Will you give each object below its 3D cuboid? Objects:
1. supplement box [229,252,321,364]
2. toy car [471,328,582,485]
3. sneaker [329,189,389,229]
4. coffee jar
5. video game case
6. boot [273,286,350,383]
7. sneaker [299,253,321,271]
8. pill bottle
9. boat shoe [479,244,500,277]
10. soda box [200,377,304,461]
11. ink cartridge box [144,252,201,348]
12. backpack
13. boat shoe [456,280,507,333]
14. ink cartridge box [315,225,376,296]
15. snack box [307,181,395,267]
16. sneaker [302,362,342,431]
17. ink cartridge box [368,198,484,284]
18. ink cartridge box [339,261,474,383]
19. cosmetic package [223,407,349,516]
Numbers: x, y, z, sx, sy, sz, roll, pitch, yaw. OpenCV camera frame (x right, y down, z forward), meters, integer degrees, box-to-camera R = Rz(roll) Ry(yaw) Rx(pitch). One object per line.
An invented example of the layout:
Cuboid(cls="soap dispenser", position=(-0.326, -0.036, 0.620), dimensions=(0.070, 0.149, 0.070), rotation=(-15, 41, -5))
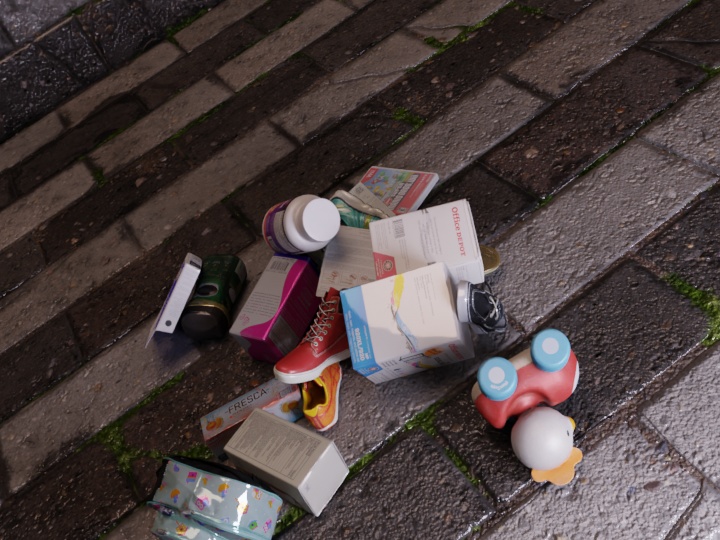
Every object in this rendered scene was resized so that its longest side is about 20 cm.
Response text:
Cuboid(cls="supplement box", position=(-0.164, 0.078, 1.760), dimensions=(0.099, 0.104, 0.202), rotation=(9, 57, 36))
Cuboid(cls="toy car", position=(0.284, 0.227, 1.331), dimensions=(0.174, 0.185, 0.203), rotation=(-27, 67, -1))
Cuboid(cls="sneaker", position=(0.012, -0.093, 1.845), dimensions=(0.197, 0.078, 0.081), rotation=(28, 78, 16))
Cuboid(cls="coffee jar", position=(-0.322, 0.061, 1.903), dimensions=(0.102, 0.087, 0.203), rotation=(0, 44, 14))
Cuboid(cls="video game case", position=(0.068, -0.182, 1.999), dimensions=(0.197, 0.018, 0.144), rotation=(11, 53, 39))
Cuboid(cls="boot", position=(-0.082, 0.110, 1.567), dimensions=(0.071, 0.148, 0.198), rotation=(21, 30, 33))
Cuboid(cls="sneaker", position=(-0.137, -0.084, 1.936), dimensions=(0.072, 0.113, 0.202), rotation=(-23, 38, 6))
Cuboid(cls="pill bottle", position=(-0.118, -0.092, 1.748), dimensions=(0.111, 0.112, 0.199), rotation=(-45, 16, -21))
Cuboid(cls="boat shoe", position=(0.177, 0.001, 1.689), dimensions=(0.195, 0.065, 0.075), rotation=(-9, 58, 9))
Cuboid(cls="soda box", position=(-0.196, 0.270, 1.610), dimensions=(0.197, 0.069, 0.064), rotation=(-28, 37, -1))
Cuboid(cls="ink cartridge box", position=(-0.407, 0.069, 1.892), dimensions=(0.203, 0.043, 0.198), rotation=(-63, 13, 2))
Cuboid(cls="backpack", position=(-0.232, 0.394, 1.412), dimensions=(0.196, 0.176, 0.157), rotation=(-1, 61, 28))
Cuboid(cls="boat shoe", position=(0.215, 0.068, 1.501), dimensions=(0.066, 0.200, 0.074), rotation=(-1, 69, 21))
Cuboid(cls="ink cartridge box", position=(0.000, 0.000, 1.728), dimensions=(0.158, 0.058, 0.203), rotation=(8, 51, 2))
Cuboid(cls="snack box", position=(-0.029, -0.089, 1.892), dimensions=(0.116, 0.037, 0.200), rotation=(42, 71, 14))
Cuboid(cls="sneaker", position=(-0.075, 0.202, 1.609), dimensions=(0.072, 0.078, 0.202), rotation=(-22, 37, 9))
Cuboid(cls="ink cartridge box", position=(0.126, -0.036, 1.636), dimensions=(0.195, 0.085, 0.148), rotation=(-14, 56, 9))
Cuboid(cls="ink cartridge box", position=(0.086, 0.096, 1.538), dimensions=(0.196, 0.147, 0.148), rotation=(-16, 68, 13))
Cuboid(cls="cosmetic package", position=(-0.129, 0.327, 1.491), dimensions=(0.197, 0.088, 0.104), rotation=(15, 53, 42))
